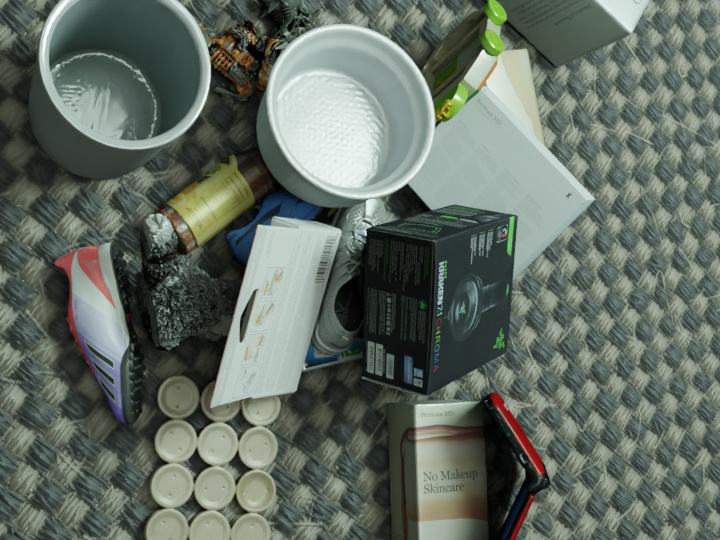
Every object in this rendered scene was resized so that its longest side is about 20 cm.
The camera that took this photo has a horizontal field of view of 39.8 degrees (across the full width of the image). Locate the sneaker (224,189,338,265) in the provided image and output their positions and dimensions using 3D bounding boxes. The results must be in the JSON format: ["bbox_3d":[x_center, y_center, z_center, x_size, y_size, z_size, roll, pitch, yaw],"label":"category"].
[{"bbox_3d":[-0.079,-0.080,1.197,0.078,0.066,0.200,40,61,10],"label":"sneaker"}]

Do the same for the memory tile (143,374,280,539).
[{"bbox_3d":[-0.168,0.226,1.152,0.152,0.017,0.202,7,81,-22],"label":"memory tile"}]

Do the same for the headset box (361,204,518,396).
[{"bbox_3d":[0.096,0.026,1.137,0.199,0.092,0.176,-17,114,-53],"label":"headset box"}]

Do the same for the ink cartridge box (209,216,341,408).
[{"bbox_3d":[-0.104,0.042,1.092,0.176,0.044,0.202,2,107,-62],"label":"ink cartridge box"}]

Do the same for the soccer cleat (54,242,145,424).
[{"bbox_3d":[-0.285,0.073,1.100,0.073,0.068,0.202,-9,92,0],"label":"soccer cleat"}]

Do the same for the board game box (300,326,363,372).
[{"bbox_3d":[0.000,0.043,1.233,0.198,0.035,0.127,-11,88,-24],"label":"board game box"}]

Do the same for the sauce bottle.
[{"bbox_3d":[-0.148,-0.099,1.171,0.200,0.066,0.066,-40,100,-24],"label":"sauce bottle"}]

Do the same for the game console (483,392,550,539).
[{"bbox_3d":[0.162,0.250,1.207,0.118,0.200,0.173,-33,81,4],"label":"game console"}]

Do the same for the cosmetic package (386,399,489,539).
[{"bbox_3d":[0.095,0.261,1.222,0.103,0.087,0.202,-1,85,-22],"label":"cosmetic package"}]

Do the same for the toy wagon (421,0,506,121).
[{"bbox_3d":[0.114,-0.239,1.220,0.039,0.155,0.201,34,41,-22],"label":"toy wagon"}]

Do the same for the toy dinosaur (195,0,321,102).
[{"bbox_3d":[-0.112,-0.263,1.204,0.199,0.102,0.137,17,93,-39],"label":"toy dinosaur"}]

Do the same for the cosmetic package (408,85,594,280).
[{"bbox_3d":[0.164,-0.106,1.227,0.200,0.151,0.052,50,25,15],"label":"cosmetic package"}]

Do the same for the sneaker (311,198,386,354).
[{"bbox_3d":[0.000,0.000,1.174,0.074,0.082,0.202,15,77,-20],"label":"sneaker"}]

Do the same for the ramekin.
[{"bbox_3d":[-0.023,-0.169,1.139,0.199,0.098,0.202,4,79,-20],"label":"ramekin"}]

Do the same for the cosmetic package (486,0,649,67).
[{"bbox_3d":[0.278,-0.416,1.331,0.200,0.166,0.168,37,71,-16],"label":"cosmetic package"}]

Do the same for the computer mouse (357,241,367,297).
[{"bbox_3d":[0.030,0.048,1.151,0.059,0.034,0.201,-54,146,-37],"label":"computer mouse"}]

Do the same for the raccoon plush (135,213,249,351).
[{"bbox_3d":[-0.168,0.015,1.093,0.133,0.200,0.097,-13,63,-23],"label":"raccoon plush"}]

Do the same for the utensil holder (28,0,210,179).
[{"bbox_3d":[-0.263,-0.192,1.056,0.169,0.200,0.172,2,83,-22],"label":"utensil holder"}]

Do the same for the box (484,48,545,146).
[{"bbox_3d":[0.182,-0.178,1.304,0.077,0.095,0.202,-10,90,-25],"label":"box"}]
